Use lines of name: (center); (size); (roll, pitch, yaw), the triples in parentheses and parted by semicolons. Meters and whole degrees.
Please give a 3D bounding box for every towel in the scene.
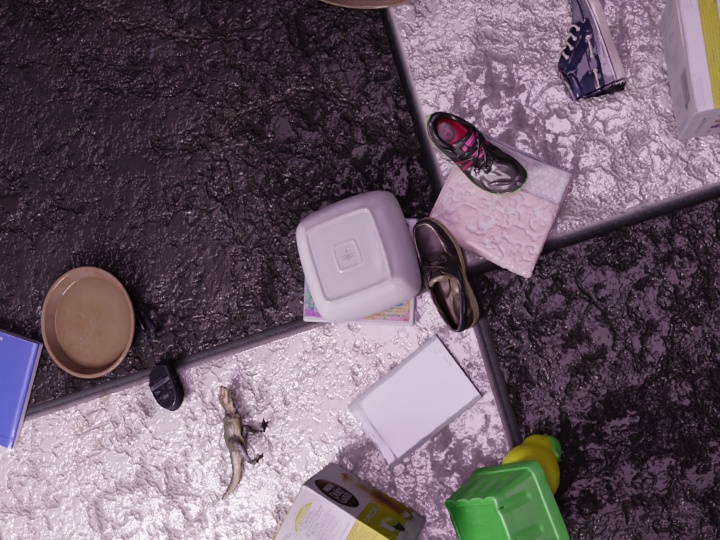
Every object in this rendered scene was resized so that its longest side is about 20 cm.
towel: (0.234, -0.114, 1.582); (0.198, 0.032, 0.194); (25, 94, 12)

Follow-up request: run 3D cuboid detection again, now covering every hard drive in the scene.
hard drive: (0.092, 0.223, 1.604); (0.199, 0.026, 0.133); (-39, 81, 9)
hard drive: (-0.681, 0.216, 1.763); (0.130, 0.025, 0.204); (16, 92, 12)

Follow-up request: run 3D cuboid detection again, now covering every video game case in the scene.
video game case: (0.000, 0.000, 1.631); (0.196, 0.024, 0.186); (2, 89, 11)

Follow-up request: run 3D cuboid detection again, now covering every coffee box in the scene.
coffee box: (-0.035, 0.462, 1.527); (0.196, 0.200, 0.202); (29, 94, 11)
coffee box: (0.580, -0.333, 1.431); (0.194, 0.200, 0.204); (-9, 85, 11)

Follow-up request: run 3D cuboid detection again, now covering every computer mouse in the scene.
computer mouse: (-0.367, 0.159, 1.702); (0.058, 0.034, 0.203); (-29, 78, 29)

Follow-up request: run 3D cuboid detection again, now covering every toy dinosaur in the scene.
toy dinosaur: (-0.209, 0.303, 1.654); (0.087, 0.047, 0.204); (-4, 88, 26)

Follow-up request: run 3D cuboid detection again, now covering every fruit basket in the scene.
fruit basket: (0.259, 0.362, 1.505); (0.213, 0.215, 0.158); (-22, 84, 10)

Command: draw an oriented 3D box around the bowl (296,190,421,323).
bowl: (-0.013, -0.024, 1.577); (0.197, 0.075, 0.203); (-19, 83, 17)

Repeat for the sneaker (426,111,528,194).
sneaker: (0.184, -0.192, 1.538); (0.199, 0.084, 0.077); (35, 95, 13)

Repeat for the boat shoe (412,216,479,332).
boat shoe: (0.140, 0.007, 1.567); (0.073, 0.065, 0.202); (-27, 89, 26)

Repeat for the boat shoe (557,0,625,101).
boat shoe: (0.358, -0.376, 1.540); (0.091, 0.075, 0.203); (-21, 85, 2)

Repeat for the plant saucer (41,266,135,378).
plant saucer: (-0.495, 0.094, 1.719); (0.196, 0.029, 0.204); (0, 89, 17)

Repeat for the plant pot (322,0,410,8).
plant pot: (0.005, -0.552, 1.557); (0.196, 0.200, 0.177); (0, 87, 11)
